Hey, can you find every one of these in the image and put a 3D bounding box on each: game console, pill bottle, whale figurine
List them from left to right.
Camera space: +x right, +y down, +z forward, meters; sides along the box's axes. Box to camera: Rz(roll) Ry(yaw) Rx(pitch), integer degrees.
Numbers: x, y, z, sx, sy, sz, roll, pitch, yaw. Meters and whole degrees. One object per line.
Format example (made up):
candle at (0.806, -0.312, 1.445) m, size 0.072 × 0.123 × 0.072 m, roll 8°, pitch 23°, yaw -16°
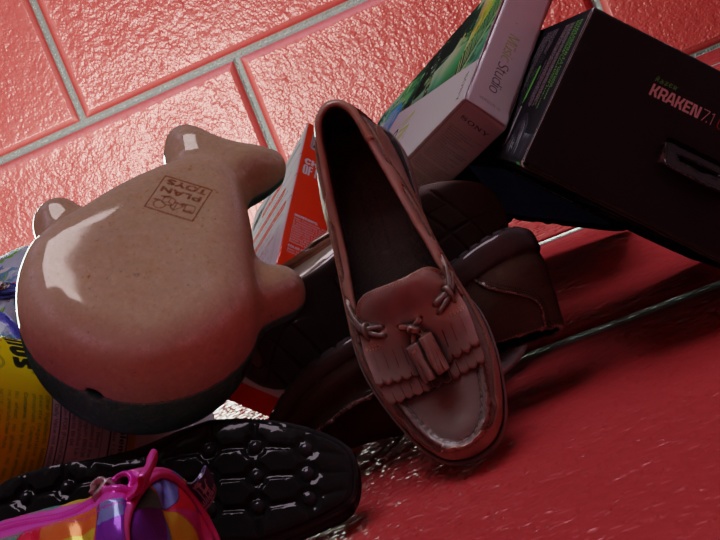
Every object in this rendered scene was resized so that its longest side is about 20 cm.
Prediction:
pill bottle at (-0.184, 0.095, 0.701) m, size 0.198 × 0.106 × 0.104 m, roll 14°, pitch -17°, yaw -36°
whale figurine at (-0.106, 0.004, 0.677) m, size 0.157 × 0.105 × 0.201 m, roll 15°, pitch 44°, yaw 5°
game console at (0.108, -0.025, 0.983) m, size 0.173 × 0.118 × 0.200 m, roll -51°, pitch -23°, yaw 3°

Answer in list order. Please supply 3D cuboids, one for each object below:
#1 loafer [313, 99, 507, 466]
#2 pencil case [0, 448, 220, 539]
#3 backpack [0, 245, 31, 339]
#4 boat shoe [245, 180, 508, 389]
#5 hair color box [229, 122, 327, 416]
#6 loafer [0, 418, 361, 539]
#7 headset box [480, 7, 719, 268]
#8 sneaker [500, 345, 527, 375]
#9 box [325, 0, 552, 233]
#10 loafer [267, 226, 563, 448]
loafer at (0.016, 0.003, 0.631) m, size 0.071 × 0.202 × 0.063 m, roll -24°, pitch -25°, yaw 8°
pencil case at (-0.154, 0.147, 0.554) m, size 0.198 × 0.089 × 0.088 m, roll -23°, pitch 6°, yaw 20°
backpack at (-0.254, 0.080, 1.013) m, size 0.198 × 0.185 × 0.147 m, roll -5°, pitch 26°, yaw 45°
boat shoe at (0.000, 0.000, 0.751) m, size 0.198 × 0.077 × 0.072 m, roll -26°, pitch 16°, yaw -20°
hair color box at (-0.049, -0.003, 0.922) m, size 0.111 × 0.063 × 0.202 m, roll -55°, pitch 19°, yaw 41°
loafer at (-0.093, 0.121, 0.628) m, size 0.197 × 0.069 × 0.071 m, roll -11°, pitch -26°, yaw 11°
headset box at (0.175, -0.070, 0.720) m, size 0.200 × 0.172 × 0.094 m, roll -107°, pitch 43°, yaw -83°
sneaker at (0.068, 0.030, 0.807) m, size 0.113 × 0.073 × 0.201 m, roll -16°, pitch 22°, yaw 24°
box at (0.050, -0.101, 0.824) m, size 0.200 × 0.036 × 0.145 m, roll -42°, pitch 20°, yaw 50°
loafer at (0.030, 0.059, 0.681) m, size 0.199 × 0.071 × 0.073 m, roll -39°, pitch -18°, yaw 12°
